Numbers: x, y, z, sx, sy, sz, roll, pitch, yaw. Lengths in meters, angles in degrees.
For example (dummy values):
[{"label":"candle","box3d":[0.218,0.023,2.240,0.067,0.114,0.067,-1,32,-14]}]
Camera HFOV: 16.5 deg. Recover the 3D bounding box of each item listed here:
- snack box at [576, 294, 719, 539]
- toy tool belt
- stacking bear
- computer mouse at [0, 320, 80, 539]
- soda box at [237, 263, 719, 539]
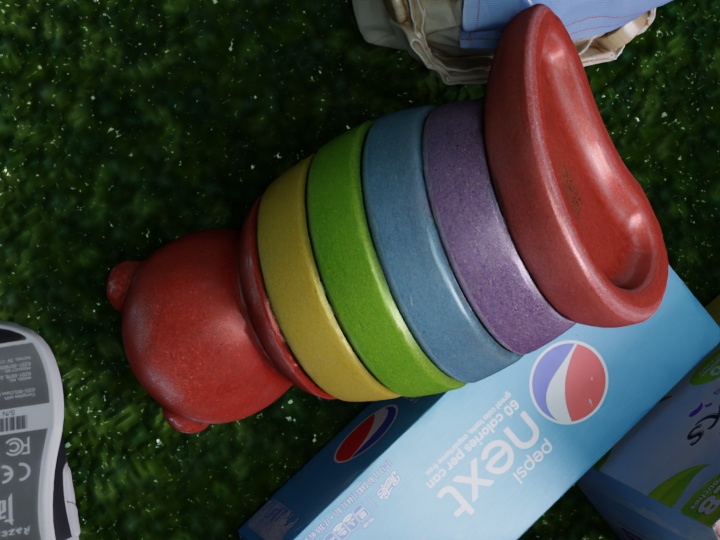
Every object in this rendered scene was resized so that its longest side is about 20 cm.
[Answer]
[{"label":"snack box","box3d":[0.194,0.043,0.991,0.200,0.169,0.068,-42,106,-8]},{"label":"toy tool belt","box3d":[0.095,-0.143,0.969,0.199,0.123,0.126,-17,100,-14]},{"label":"stacking bear","box3d":[0.000,0.000,0.944,0.199,0.114,0.122,-21,109,21]},{"label":"computer mouse","box3d":[-0.137,0.112,0.932,0.109,0.044,0.201,-8,58,5]},{"label":"soda box","box3d":[0.048,0.067,1.007,0.200,0.064,0.068,-43,104,-7]}]
